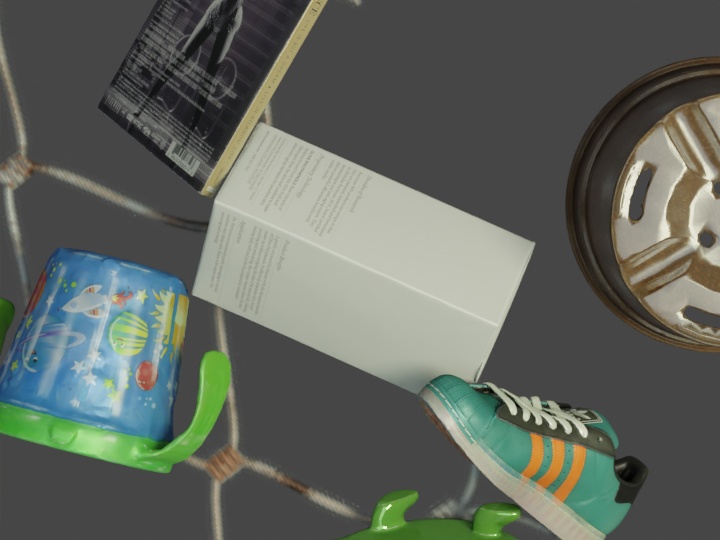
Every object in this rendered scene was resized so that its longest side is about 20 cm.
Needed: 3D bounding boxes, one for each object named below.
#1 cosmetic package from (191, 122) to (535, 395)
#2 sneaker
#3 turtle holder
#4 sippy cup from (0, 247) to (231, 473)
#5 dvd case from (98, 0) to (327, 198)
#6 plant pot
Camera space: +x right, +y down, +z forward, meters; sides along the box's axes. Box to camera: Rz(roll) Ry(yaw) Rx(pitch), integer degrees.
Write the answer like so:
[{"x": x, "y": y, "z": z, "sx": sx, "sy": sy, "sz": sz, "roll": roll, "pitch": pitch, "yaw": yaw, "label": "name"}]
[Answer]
[{"x": 0.000, "y": 0.000, "z": 1.279, "sx": 0.200, "sy": 0.085, "sz": 0.108, "roll": 24, "pitch": 140, "yaw": 2, "label": "cosmetic package"}, {"x": 0.115, "y": 0.110, "z": 1.272, "sx": 0.080, "sy": 0.071, "sz": 0.200, "roll": -48, "pitch": 130, "yaw": 2, "label": "sneaker"}, {"x": 0.029, "y": 0.235, "z": 1.291, "sx": 0.185, "sy": 0.141, "sz": 0.132, "roll": -7, "pitch": 111, "yaw": -2, "label": "turtle holder"}, {"x": -0.176, "y": 0.057, "z": 1.307, "sx": 0.178, "sy": 0.140, "sz": 0.131, "roll": 15, "pitch": 86, "yaw": -5, "label": "sippy cup"}, {"x": -0.087, "y": -0.163, "z": 1.283, "sx": 0.149, "sy": 0.016, "sz": 0.200, "roll": 38, "pitch": 101, "yaw": 46, "label": "dvd case"}, {"x": 0.227, "y": -0.037, "z": 1.217, "sx": 0.200, "sy": 0.198, "sz": 0.201, "roll": 0, "pitch": 94, "yaw": 7, "label": "plant pot"}]
